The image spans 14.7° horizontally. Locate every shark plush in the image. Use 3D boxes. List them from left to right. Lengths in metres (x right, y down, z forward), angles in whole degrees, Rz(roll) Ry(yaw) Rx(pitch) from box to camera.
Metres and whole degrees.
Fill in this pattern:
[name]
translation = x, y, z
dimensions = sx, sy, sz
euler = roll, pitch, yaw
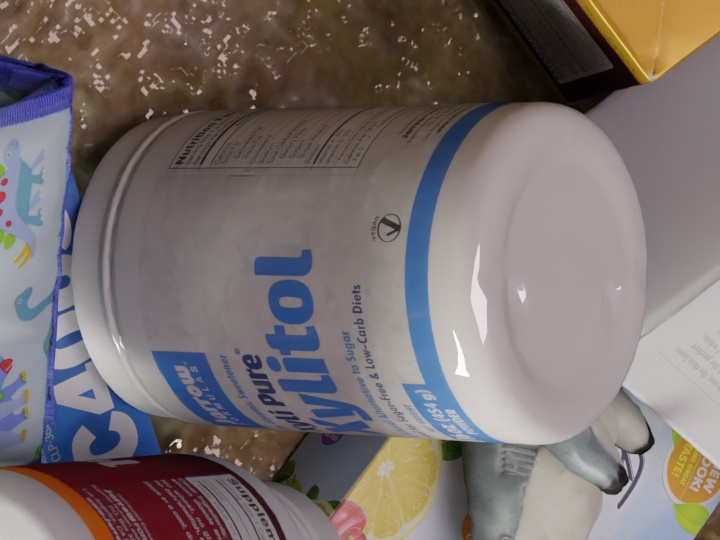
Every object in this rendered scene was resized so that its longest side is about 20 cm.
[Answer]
[shark plush]
translation = 0.049, 0.034, 1.173
dimensions = 0.083, 0.091, 0.200
euler = -25, 104, 17

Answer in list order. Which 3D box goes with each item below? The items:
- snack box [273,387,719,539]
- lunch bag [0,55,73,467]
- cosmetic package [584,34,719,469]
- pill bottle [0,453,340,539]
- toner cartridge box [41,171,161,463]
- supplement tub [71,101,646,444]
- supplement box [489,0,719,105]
[snack box]
translation = 0.055, 0.111, 1.261
dimensions = 0.169, 0.068, 0.200
euler = 42, 81, -28
[lunch bag]
translation = -0.208, 0.001, 1.020
dimensions = 0.199, 0.128, 0.170
euler = 1, 120, -13
[cosmetic package]
translation = 0.204, -0.016, 1.203
dimensions = 0.200, 0.123, 0.199
euler = -38, 138, 12
[pill bottle]
translation = -0.090, 0.128, 1.071
dimensions = 0.200, 0.113, 0.113
euler = 3, 103, -61
[toner cartridge box]
translation = -0.138, 0.062, 1.152
dimensions = 0.095, 0.043, 0.200
euler = -25, 114, -21
[supplement tub]
translation = 0.000, 0.000, 1.105
dimensions = 0.132, 0.200, 0.132
euler = 1, 89, -53
[supplement box]
translation = 0.134, -0.180, 1.109
dimensions = 0.197, 0.200, 0.133
euler = -37, 94, -4
